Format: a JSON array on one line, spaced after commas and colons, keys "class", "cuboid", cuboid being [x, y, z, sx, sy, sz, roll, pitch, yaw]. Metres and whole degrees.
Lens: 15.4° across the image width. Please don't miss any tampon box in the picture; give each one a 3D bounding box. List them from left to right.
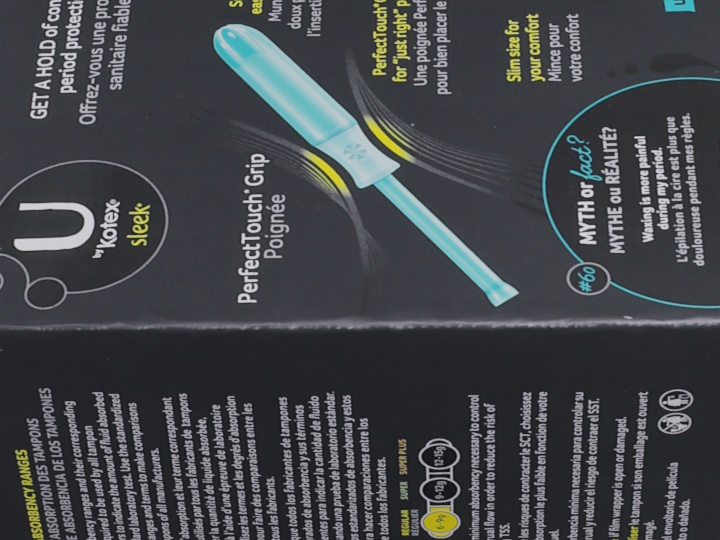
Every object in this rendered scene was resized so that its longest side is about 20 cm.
[{"class": "tampon box", "cuboid": [0.000, 0.000, 0.715, 0.200, 0.126, 0.150, 0, 48, 2]}]
